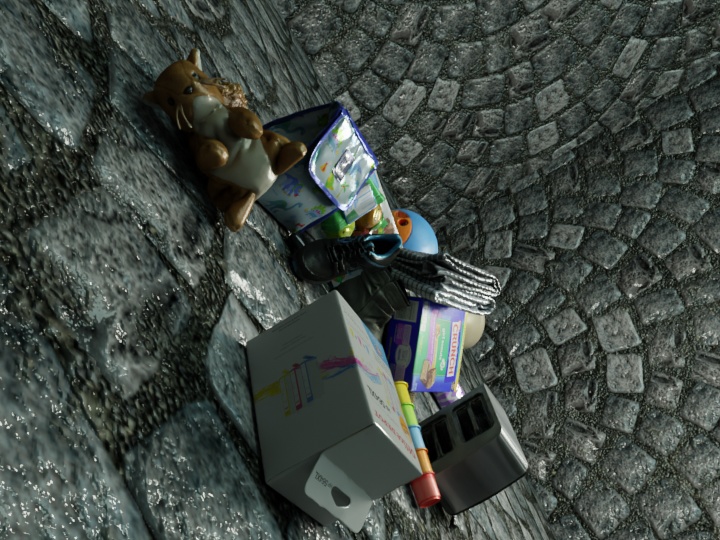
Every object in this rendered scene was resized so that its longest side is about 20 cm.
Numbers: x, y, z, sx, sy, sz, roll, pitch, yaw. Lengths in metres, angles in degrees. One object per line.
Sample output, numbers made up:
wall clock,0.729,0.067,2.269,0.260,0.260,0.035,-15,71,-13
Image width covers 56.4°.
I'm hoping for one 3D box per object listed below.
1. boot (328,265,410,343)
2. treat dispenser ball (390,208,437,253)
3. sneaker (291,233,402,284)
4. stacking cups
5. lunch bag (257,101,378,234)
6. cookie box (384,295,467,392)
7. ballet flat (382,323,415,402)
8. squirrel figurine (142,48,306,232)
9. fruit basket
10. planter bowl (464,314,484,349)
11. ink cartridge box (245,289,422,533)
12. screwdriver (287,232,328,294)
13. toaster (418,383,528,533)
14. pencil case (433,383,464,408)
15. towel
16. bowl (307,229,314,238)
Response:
boot,0.037,0.088,1.205,0.204,0.129,0.068,61,10,0
treat dispenser ball,0.096,-0.050,1.682,0.204,0.198,0.202,58,10,-17
sneaker,-0.021,-0.032,1.117,0.082,0.196,0.075,-38,-113,56
stacking cups,0.080,0.291,1.123,0.061,0.059,0.204,46,24,-56
lunch bag,-0.081,-0.173,1.111,0.130,0.197,0.170,65,10,29
cookie box,0.129,0.146,1.311,0.198,0.074,0.177,14,83,-56
ballet flat,0.077,0.174,1.371,0.203,0.064,0.071,61,9,-5
squirrel figurine,-0.189,-0.183,0.869,0.187,0.142,0.200,45,2,-25
fruit basket,-0.003,-0.073,1.270,0.093,0.183,0.204,3,-59,56
planter bowl,0.305,0.167,2.289,0.133,0.200,0.204,4,52,-45
ink cartridge box,-0.028,0.154,0.707,0.129,0.123,0.203,51,13,-44
screwdriver,-0.069,0.027,1.148,0.028,0.029,0.204,-78,143,-76
toaster,0.197,0.333,1.239,0.120,0.179,0.201,52,11,-23
pencil case,0.244,0.335,1.738,0.203,0.084,0.084,60,12,-13
towel,0.151,0.011,1.280,0.197,0.088,0.164,18,4,-42
bowl,-0.106,-0.170,1.342,0.200,0.073,0.204,42,24,-62
